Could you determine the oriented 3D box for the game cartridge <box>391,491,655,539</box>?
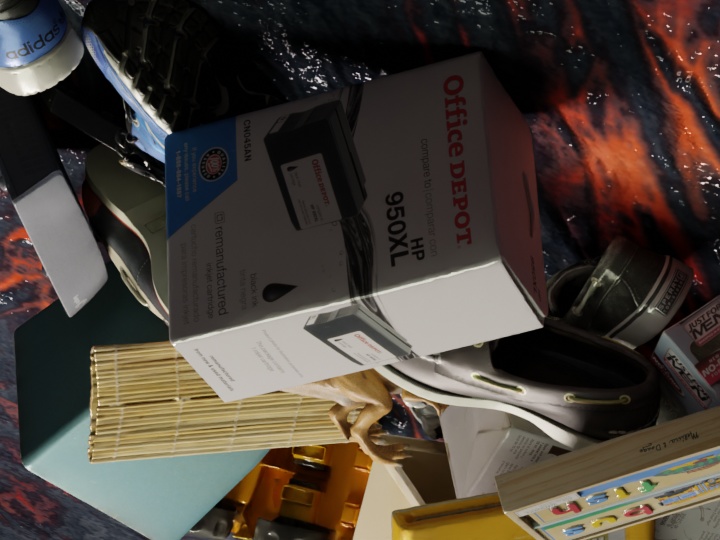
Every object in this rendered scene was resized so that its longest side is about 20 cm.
[{"bbox_3d":[0.109,0.235,1.751,0.176,0.200,0.032,-9,-154,-13],"label":"game cartridge"}]

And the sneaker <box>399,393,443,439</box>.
[{"bbox_3d":[0.048,0.064,1.897,0.081,0.075,0.200,45,175,19],"label":"sneaker"}]

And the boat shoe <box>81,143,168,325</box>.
[{"bbox_3d":[-0.123,-0.001,1.755,0.200,0.071,0.063,50,148,30],"label":"boat shoe"}]

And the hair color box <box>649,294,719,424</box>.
[{"bbox_3d":[0.229,0.067,1.660,0.061,0.099,0.200,52,165,16],"label":"hair color box"}]

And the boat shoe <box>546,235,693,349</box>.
[{"bbox_3d":[0.149,0.022,1.693,0.064,0.071,0.200,32,157,-4],"label":"boat shoe"}]

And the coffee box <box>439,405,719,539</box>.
[{"bbox_3d":[0.163,0.127,1.804,0.200,0.114,0.080,19,121,-19],"label":"coffee box"}]

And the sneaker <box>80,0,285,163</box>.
[{"bbox_3d":[-0.117,-0.102,1.604,0.089,0.079,0.200,4,154,31],"label":"sneaker"}]

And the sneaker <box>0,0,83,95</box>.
[{"bbox_3d":[-0.252,-0.174,1.558,0.200,0.077,0.111,23,149,46],"label":"sneaker"}]

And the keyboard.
[{"bbox_3d":[-0.119,-0.066,1.719,0.200,0.021,0.127,30,-172,-26],"label":"keyboard"}]

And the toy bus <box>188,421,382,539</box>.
[{"bbox_3d":[-0.074,0.165,2.181,0.200,0.136,0.192,12,171,13],"label":"toy bus"}]

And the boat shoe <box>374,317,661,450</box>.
[{"bbox_3d":[0.091,0.051,1.638,0.201,0.072,0.061,19,135,16],"label":"boat shoe"}]

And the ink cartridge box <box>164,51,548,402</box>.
[{"bbox_3d":[-0.004,-0.024,1.510,0.200,0.145,0.084,-14,148,16],"label":"ink cartridge box"}]

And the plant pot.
[{"bbox_3d":[-0.123,0.061,1.857,0.141,0.141,0.200,33,118,-33],"label":"plant pot"}]

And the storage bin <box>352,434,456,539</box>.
[{"bbox_3d":[0.115,0.208,1.872,0.199,0.094,0.200,8,-162,-20],"label":"storage bin"}]

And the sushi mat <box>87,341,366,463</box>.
[{"bbox_3d":[-0.085,0.083,1.792,0.200,0.096,0.012,-4,-150,-18],"label":"sushi mat"}]

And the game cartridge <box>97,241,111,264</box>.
[{"bbox_3d":[-0.111,0.029,1.985,0.200,0.041,0.133,30,154,-25],"label":"game cartridge"}]

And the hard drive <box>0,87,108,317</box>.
[{"bbox_3d":[-0.213,-0.061,1.741,0.042,0.135,0.200,-23,158,-5],"label":"hard drive"}]

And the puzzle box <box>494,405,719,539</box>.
[{"bbox_3d":[0.191,0.120,1.608,0.200,0.025,0.133,-18,160,12],"label":"puzzle box"}]

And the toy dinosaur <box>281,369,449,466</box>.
[{"bbox_3d":[-0.007,0.074,1.777,0.200,0.060,0.106,-6,115,6],"label":"toy dinosaur"}]
